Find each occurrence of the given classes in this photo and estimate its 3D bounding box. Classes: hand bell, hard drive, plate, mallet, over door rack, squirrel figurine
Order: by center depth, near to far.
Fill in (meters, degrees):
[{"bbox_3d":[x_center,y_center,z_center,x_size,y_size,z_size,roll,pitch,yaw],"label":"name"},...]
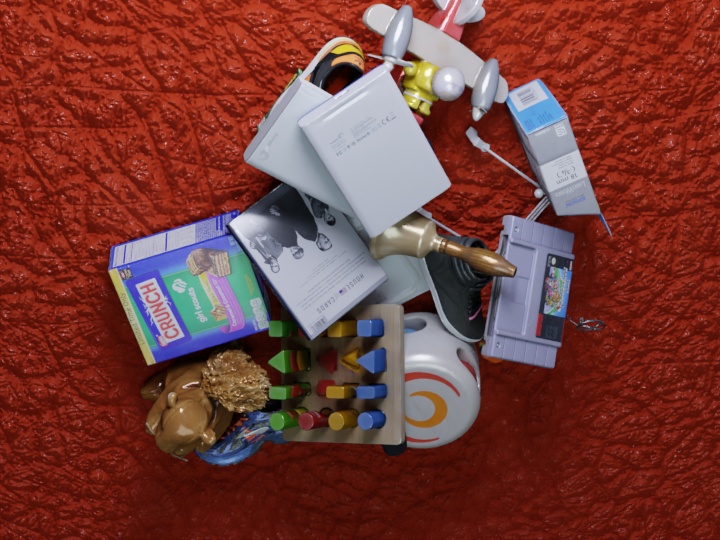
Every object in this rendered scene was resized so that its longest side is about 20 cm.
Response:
[{"bbox_3d":[0.021,-0.152,1.480,0.131,0.025,0.201,-33,126,2],"label":"hard drive"},{"bbox_3d":[-0.037,-0.155,1.498,0.198,0.026,0.132,25,117,-31],"label":"hard drive"},{"bbox_3d":[0.122,-0.030,1.570,0.198,0.104,0.105,22,120,19],"label":"hand bell"},{"bbox_3d":[0.191,-0.089,1.662,0.199,0.067,0.148,33,109,-23],"label":"over door rack"},{"bbox_3d":[-0.233,0.189,1.680,0.199,0.187,0.142,-38,92,3],"label":"squirrel figurine"},{"bbox_3d":[0.000,0.000,1.695,0.198,0.033,0.201,-29,123,12],"label":"plate"},{"bbox_3d":[-0.027,0.234,1.707,0.197,0.041,0.067,6,129,13],"label":"mallet"}]

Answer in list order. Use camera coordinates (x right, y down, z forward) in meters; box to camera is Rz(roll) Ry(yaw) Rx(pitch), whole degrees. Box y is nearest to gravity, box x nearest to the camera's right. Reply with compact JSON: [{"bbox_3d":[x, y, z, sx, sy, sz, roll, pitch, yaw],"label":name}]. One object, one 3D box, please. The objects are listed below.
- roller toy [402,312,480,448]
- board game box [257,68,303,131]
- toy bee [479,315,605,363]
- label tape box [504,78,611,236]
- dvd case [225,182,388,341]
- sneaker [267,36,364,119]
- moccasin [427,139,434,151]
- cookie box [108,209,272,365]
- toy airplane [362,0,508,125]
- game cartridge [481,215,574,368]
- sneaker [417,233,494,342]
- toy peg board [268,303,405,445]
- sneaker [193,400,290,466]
[{"bbox_3d":[0.096,0.165,1.749,0.197,0.141,0.184,18,124,-8],"label":"roller toy"},{"bbox_3d":[-0.037,-0.186,1.603,0.199,0.024,0.105,31,113,-22],"label":"board game box"},{"bbox_3d":[0.274,0.068,1.755,0.197,0.110,0.131,-10,152,13],"label":"toy bee"},{"bbox_3d":[0.275,-0.147,1.594,0.063,0.145,0.202,-24,119,6],"label":"label tape box"},{"bbox_3d":[-0.073,-0.026,1.603,0.150,0.025,0.201,-37,94,-19],"label":"dvd case"},{"bbox_3d":[-0.064,-0.216,1.516,0.069,0.090,0.201,31,109,-23],"label":"sneaker"},{"bbox_3d":[0.009,-0.139,1.583,0.197,0.068,0.081,-11,121,-4],"label":"moccasin"},{"bbox_3d":[-0.246,0.026,1.663,0.197,0.076,0.173,-16,120,2],"label":"cookie box"},{"bbox_3d":[0.105,-0.278,1.499,0.197,0.142,0.201,-19,129,-12],"label":"toy airplane"},{"bbox_3d":[0.245,0.033,1.635,0.128,0.038,0.203,11,86,-28],"label":"game cartridge"},{"bbox_3d":[0.161,0.030,1.657,0.098,0.071,0.201,1,130,41],"label":"sneaker"},{"bbox_3d":[-0.044,0.152,1.646,0.196,0.098,0.204,-2,89,26],"label":"toy peg board"},{"bbox_3d":[-0.175,0.244,1.805,0.197,0.075,0.079,-22,111,-4],"label":"sneaker"}]
